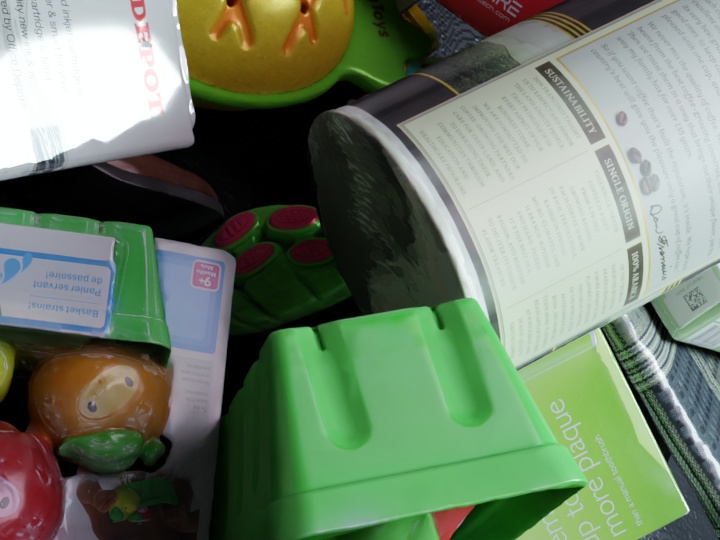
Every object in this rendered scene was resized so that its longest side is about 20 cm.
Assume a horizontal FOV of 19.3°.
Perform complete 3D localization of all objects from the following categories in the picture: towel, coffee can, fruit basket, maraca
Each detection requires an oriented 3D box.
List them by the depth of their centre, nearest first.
[{"bbox_3d":[0.003,0.136,0.898,0.155,0.216,0.216,-9,76,-15],"label":"fruit basket"},{"bbox_3d":[-0.153,0.070,0.935,0.185,0.094,0.200,8,65,-7],"label":"fruit basket"},{"bbox_3d":[0.097,-0.047,0.978,0.200,0.146,0.147,-27,91,-19],"label":"coffee can"},{"bbox_3d":[-0.053,-0.142,1.086,0.200,0.107,0.137,1,65,-32],"label":"maraca"},{"bbox_3d":[0.182,0.074,1.143,0.193,0.034,0.200,58,18,-4],"label":"towel"}]

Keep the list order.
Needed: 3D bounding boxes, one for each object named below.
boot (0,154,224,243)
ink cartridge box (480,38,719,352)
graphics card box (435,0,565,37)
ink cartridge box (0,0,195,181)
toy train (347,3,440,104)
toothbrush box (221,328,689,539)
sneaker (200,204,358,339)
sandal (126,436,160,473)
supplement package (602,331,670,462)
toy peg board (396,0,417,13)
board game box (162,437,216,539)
[{"bbox_3d":[-0.158,-0.114,1.096,0.188,0.068,0.200,12,55,-34],"label":"boot"},{"bbox_3d":[0.158,-0.047,1.151,0.145,0.048,0.200,13,45,-62],"label":"ink cartridge box"},{"bbox_3d":[0.099,-0.142,1.155,0.125,0.051,0.200,37,12,19],"label":"graphics card box"},{"bbox_3d":[-0.183,-0.109,0.932,0.200,0.084,0.145,-14,96,-42],"label":"ink cartridge box"},{"bbox_3d":[-0.012,-0.133,1.229,0.150,0.056,0.200,11,48,-49],"label":"toy train"},{"bbox_3d":[0.042,0.100,1.076,0.146,0.200,0.086,64,-3,-1],"label":"toothbrush box"},{"bbox_3d":[0.000,0.000,1.120,0.084,0.200,0.077,78,-6,-53],"label":"sneaker"},{"bbox_3d":[-0.124,0.122,1.004,0.048,0.075,0.201,8,53,-11],"label":"sandal"},{"bbox_3d":[0.115,0.031,1.245,0.156,0.111,0.200,48,44,-17],"label":"supplement package"},{"bbox_3d":[-0.002,-0.258,1.227,0.199,0.098,0.200,50,29,-4],"label":"toy peg board"},{"bbox_3d":[-0.050,0.183,0.998,0.105,0.023,0.201,6,84,-14],"label":"board game box"}]
